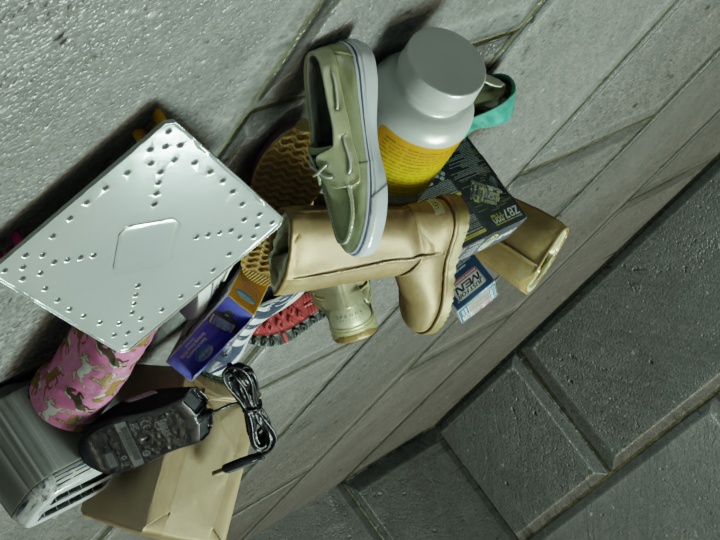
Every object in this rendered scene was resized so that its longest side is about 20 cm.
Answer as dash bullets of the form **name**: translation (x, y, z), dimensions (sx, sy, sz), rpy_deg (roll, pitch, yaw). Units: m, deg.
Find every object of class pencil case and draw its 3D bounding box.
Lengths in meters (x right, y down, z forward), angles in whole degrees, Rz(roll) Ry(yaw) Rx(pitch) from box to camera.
- **pencil case**: translation (-0.265, 0.078, 1.402), dimensions (0.200, 0.086, 0.083), rpy_deg (-49, -172, 41)

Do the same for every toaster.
- **toaster**: translation (-0.333, 0.184, 1.496), dimensions (0.199, 0.129, 0.114), rpy_deg (-22, 160, -49)

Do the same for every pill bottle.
- **pill bottle**: translation (0.046, -0.148, 1.404), dimensions (0.112, 0.113, 0.200), rpy_deg (-28, 163, -36)

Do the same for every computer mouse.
- **computer mouse**: translation (-0.187, 0.170, 1.467), dimensions (0.199, 0.046, 0.141), rpy_deg (-24, 128, 0)

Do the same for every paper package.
- **paper package**: translation (-0.219, 0.208, 1.594), dimensions (0.103, 0.192, 0.199), rpy_deg (19, 169, -29)

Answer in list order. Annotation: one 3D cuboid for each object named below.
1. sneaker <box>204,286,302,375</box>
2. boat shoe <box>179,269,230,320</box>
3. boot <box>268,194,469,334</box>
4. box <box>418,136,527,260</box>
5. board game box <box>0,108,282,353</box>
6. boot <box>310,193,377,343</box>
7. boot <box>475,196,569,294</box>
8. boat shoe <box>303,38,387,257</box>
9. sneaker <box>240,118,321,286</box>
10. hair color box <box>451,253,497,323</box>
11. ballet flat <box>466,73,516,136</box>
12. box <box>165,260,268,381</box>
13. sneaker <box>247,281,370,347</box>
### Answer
- **sneaker**: translation (-0.143, 0.049, 1.667), dimensions (0.200, 0.070, 0.109), rpy_deg (-43, 173, -8)
- **boat shoe**: translation (-0.152, -0.015, 1.420), dimensions (0.065, 0.074, 0.200), rpy_deg (-26, 164, -27)
- **boot**: translation (0.000, 0.000, 1.416), dimensions (0.198, 0.066, 0.176), rpy_deg (-9, 126, -27)
- **box**: translation (0.080, -0.086, 1.603), dimensions (0.199, 0.162, 0.049), rpy_deg (-25, 163, -46)
- **board game box**: translation (-0.192, -0.029, 1.222), dimensions (0.200, 0.026, 0.200), rpy_deg (-39, 146, 6)
- **boot**: translation (-0.037, -0.022, 1.620), dimensions (0.072, 0.157, 0.200), rpy_deg (-17, -156, -1)
- **boot**: translation (0.135, -0.031, 1.765), dimensions (0.176, 0.199, 0.066), rpy_deg (-61, 163, 13)
- **boat shoe**: translation (-0.020, -0.109, 1.282), dimensions (0.062, 0.202, 0.072), rpy_deg (-11, -167, -31)
- **sneaker**: translation (-0.078, -0.083, 1.419), dimensions (0.090, 0.074, 0.201), rpy_deg (-83, -168, -52)
- **hair color box**: translation (0.082, -0.038, 1.685), dimensions (0.060, 0.201, 0.100), rpy_deg (-37, 168, 0)
- **ballet flat**: translation (0.109, -0.186, 1.586), dimensions (0.199, 0.067, 0.071), rpy_deg (-25, 138, -44)
- **box**: translation (-0.142, 0.033, 1.505), dimensions (0.119, 0.041, 0.200), rpy_deg (-45, -169, 30)
- **sneaker**: translation (-0.085, 0.051, 1.795), dimensions (0.199, 0.080, 0.095), rpy_deg (-17, 176, -20)
